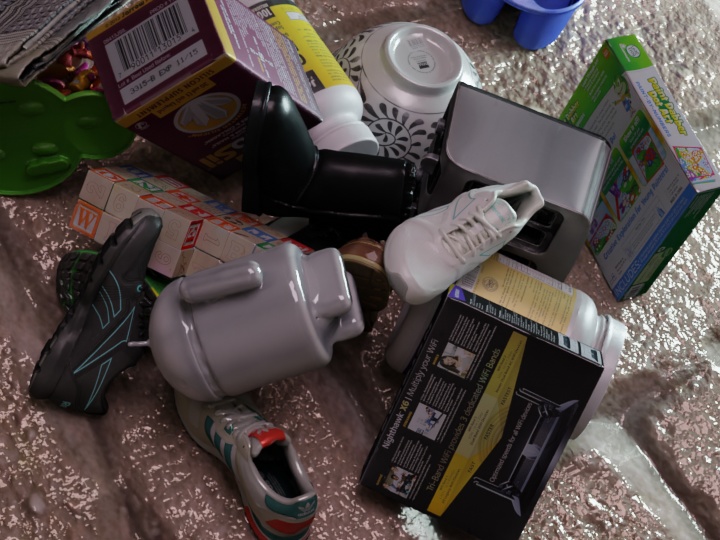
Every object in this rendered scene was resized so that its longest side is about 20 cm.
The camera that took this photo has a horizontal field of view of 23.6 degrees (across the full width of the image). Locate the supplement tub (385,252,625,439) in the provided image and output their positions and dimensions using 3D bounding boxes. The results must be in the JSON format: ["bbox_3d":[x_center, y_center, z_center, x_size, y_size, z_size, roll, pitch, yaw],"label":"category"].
[{"bbox_3d":[0.139,0.065,1.652,0.199,0.146,0.146,25,52,-2],"label":"supplement tub"}]

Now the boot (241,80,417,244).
[{"bbox_3d":[-0.027,-0.096,1.596,0.161,0.199,0.074,11,60,2],"label":"boot"}]

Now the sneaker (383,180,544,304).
[{"bbox_3d":[0.092,-0.036,1.547,0.200,0.080,0.071,-37,98,-46],"label":"sneaker"}]

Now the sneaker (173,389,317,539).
[{"bbox_3d":[-0.097,0.149,1.545,0.070,0.094,0.200,-21,66,-30],"label":"sneaker"}]

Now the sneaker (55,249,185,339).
[{"bbox_3d":[-0.192,0.032,1.619,0.199,0.078,0.085,20,16,3],"label":"sneaker"}]

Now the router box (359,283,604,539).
[{"bbox_3d":[0.109,0.135,1.569,0.156,0.201,0.052,25,15,-1],"label":"router box"}]

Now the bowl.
[{"bbox_3d":[0.055,-0.200,1.838,0.199,0.094,0.202,10,54,-14],"label":"bowl"}]

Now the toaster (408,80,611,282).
[{"bbox_3d":[0.148,-0.069,1.727,0.199,0.181,0.119,21,53,-3],"label":"toaster"}]

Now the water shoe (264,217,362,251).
[{"bbox_3d":[-0.031,-0.034,1.722,0.199,0.071,0.079,-29,90,-27],"label":"water shoe"}]

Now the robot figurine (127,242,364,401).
[{"bbox_3d":[-0.100,0.047,1.505,0.199,0.170,0.113,-18,52,6],"label":"robot figurine"}]

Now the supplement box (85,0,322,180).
[{"bbox_3d":[-0.145,-0.181,1.628,0.200,0.130,0.104,26,38,-61],"label":"supplement box"}]

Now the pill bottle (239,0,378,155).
[{"bbox_3d":[-0.069,-0.182,1.770,0.112,0.113,0.200,-22,66,-30],"label":"pill bottle"}]

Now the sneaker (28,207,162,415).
[{"bbox_3d":[-0.222,0.038,1.549,0.079,0.201,0.075,29,8,-10],"label":"sneaker"}]

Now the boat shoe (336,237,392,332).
[{"bbox_3d":[0.000,0.000,1.610,0.072,0.200,0.068,24,75,2],"label":"boat shoe"}]

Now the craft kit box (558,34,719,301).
[{"bbox_3d":[0.275,-0.104,1.782,0.048,0.200,0.198,-16,64,-27],"label":"craft kit box"}]

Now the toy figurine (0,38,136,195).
[{"bbox_3d":[-0.312,-0.193,1.677,0.199,0.151,0.185,-7,46,4],"label":"toy figurine"}]

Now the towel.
[{"bbox_3d":[-0.335,-0.242,1.621,0.199,0.035,0.193,12,41,29],"label":"towel"}]

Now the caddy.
[{"bbox_3d":[0.200,-0.355,1.985,0.141,0.105,0.201,27,52,-1],"label":"caddy"}]

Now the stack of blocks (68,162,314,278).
[{"bbox_3d":[-0.157,-0.031,1.612,0.199,0.059,0.115,26,14,14],"label":"stack of blocks"}]
